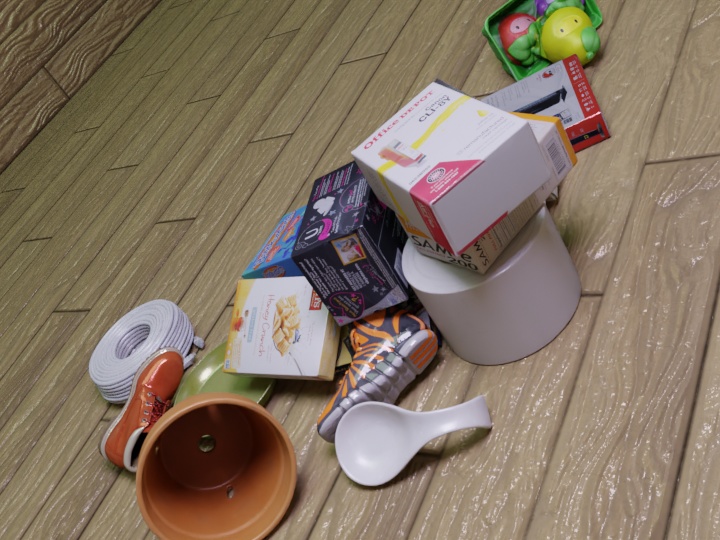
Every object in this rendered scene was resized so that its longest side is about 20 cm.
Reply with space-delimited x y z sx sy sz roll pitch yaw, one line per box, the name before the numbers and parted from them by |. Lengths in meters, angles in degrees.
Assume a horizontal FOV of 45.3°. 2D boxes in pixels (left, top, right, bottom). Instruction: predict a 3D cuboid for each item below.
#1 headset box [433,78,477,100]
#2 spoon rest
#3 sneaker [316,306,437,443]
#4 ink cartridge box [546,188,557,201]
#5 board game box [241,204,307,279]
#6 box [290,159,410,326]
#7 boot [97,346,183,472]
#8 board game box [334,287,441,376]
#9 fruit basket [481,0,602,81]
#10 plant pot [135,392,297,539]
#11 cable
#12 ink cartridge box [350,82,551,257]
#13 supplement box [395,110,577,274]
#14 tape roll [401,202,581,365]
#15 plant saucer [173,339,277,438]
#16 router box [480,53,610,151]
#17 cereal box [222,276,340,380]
headset box | 0.130 -0.161 1.205 0.077 0.199 0.150 35 97 33
spoon rest | 0.056 0.195 1.040 0.197 0.060 0.101 -21 74 19
sneaker | 0.003 0.130 1.142 0.200 0.078 0.112 -42 48 -9
ink cartridge box | 0.198 -0.101 1.292 0.197 0.043 0.177 -8 74 36
board game box | -0.106 -0.049 1.466 0.199 0.045 0.153 -19 34 53
box | -0.003 -0.046 1.173 0.113 0.133 0.201 -21 30 23
boot | -0.322 0.217 1.339 0.107 0.075 0.202 10 69 55
board game box | 0.013 0.064 1.227 0.197 0.035 0.138 -18 63 25
fruit basket | 0.332 -0.428 1.510 0.214 0.156 0.216 -34 16 11
plant pot | -0.191 0.245 1.116 0.199 0.201 0.140 -40 17 -7
cable | -0.384 0.140 1.506 0.199 0.070 0.200 -41 34 -8
ink cartridge box | 0.098 -0.124 0.998 0.145 0.084 0.200 -40 35 -7
supplement box | 0.156 -0.102 1.063 0.200 0.074 0.125 -47 36 -17
tape roll | 0.170 0.000 1.120 0.200 0.140 0.204 -23 36 18
plant saucer | -0.200 0.181 1.328 0.198 0.031 0.202 -25 34 18
router box | 0.293 -0.248 1.394 0.177 0.049 0.202 -24 35 18
cereal box | -0.112 0.083 1.255 0.198 0.039 0.147 -5 71 40
